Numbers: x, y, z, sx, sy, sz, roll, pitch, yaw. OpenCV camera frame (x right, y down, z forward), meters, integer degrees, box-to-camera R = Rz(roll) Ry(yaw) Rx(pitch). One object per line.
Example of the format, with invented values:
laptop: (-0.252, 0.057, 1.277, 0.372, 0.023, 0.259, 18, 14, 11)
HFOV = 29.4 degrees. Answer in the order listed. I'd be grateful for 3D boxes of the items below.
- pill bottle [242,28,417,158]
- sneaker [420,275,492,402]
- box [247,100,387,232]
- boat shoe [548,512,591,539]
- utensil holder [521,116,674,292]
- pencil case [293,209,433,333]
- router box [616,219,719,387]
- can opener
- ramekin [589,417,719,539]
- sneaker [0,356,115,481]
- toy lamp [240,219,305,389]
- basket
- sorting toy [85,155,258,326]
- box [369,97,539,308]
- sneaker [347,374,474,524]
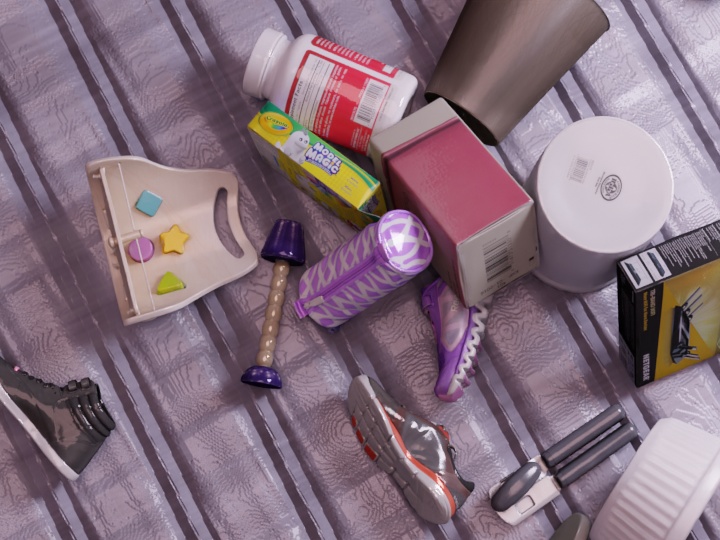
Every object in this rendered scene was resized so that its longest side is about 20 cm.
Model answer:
pill bottle: (-0.039, -0.220, 1.682, 0.198, 0.112, 0.113, 23, 80, 4)
sneaker: (0.110, 0.057, 1.651, 0.087, 0.081, 0.202, 13, 73, 7)
box: (-0.040, -0.112, 1.647, 0.199, 0.117, 0.048, 39, 81, 14)
boat shoe: (0.233, 0.385, 1.595, 0.071, 0.070, 0.203, 27, 80, -13)
utensil holder: (0.271, -0.075, 1.611, 0.167, 0.200, 0.172, 0, 79, -1)
pencil case: (0.000, 0.000, 1.600, 0.085, 0.200, 0.085, -16, 76, -40)
router box: (0.378, 0.037, 1.590, 0.156, 0.201, 0.053, -22, 52, -4)
can opener: (0.240, 0.229, 1.619, 0.199, 0.067, 0.054, -34, 82, -6)
ramekin: (0.339, 0.259, 1.554, 0.094, 0.203, 0.203, 32, 80, 17)
sneaker: (-0.371, 0.144, 1.636, 0.099, 0.071, 0.200, -41, 88, -9)
toy lamp: (-0.103, 0.039, 1.660, 0.057, 0.058, 0.203, 8, 79, 1)
basket: (0.179, -0.266, 1.685, 0.179, 0.136, 0.201, 33, 84, 8)
sorting toy: (-0.221, -0.042, 1.660, 0.178, 0.107, 0.202, -14, 79, -10)
box: (0.110, -0.080, 1.607, 0.108, 0.128, 0.201, -30, 53, -10)
sneaker: (0.061, 0.203, 1.634, 0.081, 0.077, 0.201, -30, 80, -33)
